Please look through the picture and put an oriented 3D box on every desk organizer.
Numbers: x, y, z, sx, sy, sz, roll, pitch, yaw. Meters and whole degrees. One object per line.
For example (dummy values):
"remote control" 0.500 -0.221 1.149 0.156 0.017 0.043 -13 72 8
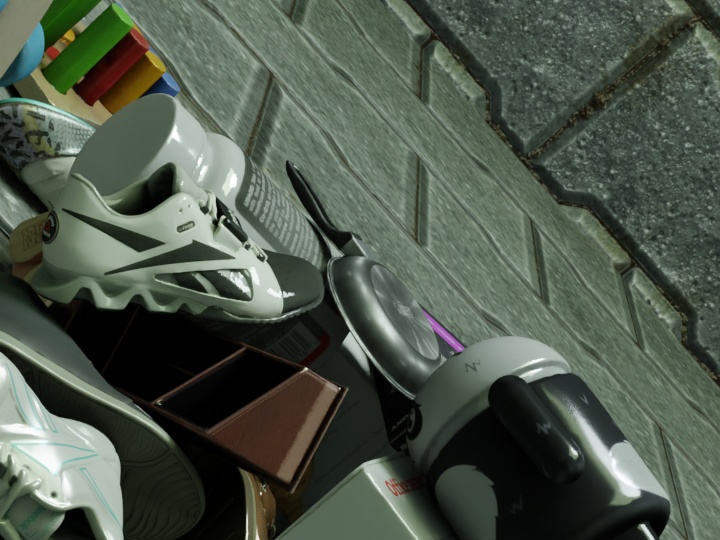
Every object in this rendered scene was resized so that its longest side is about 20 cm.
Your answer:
"desk organizer" -0.106 0.065 1.346 0.077 0.072 0.199 35 -10 -37

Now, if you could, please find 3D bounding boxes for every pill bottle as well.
"pill bottle" -0.099 -0.020 1.464 0.200 0.114 0.114 47 13 -32

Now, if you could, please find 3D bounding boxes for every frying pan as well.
"frying pan" 0.010 0.009 1.466 0.115 0.031 0.191 40 24 -42

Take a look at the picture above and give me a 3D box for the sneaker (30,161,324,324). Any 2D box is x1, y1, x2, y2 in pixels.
"sneaker" -0.100 -0.019 1.333 0.199 0.089 0.074 5 14 -37

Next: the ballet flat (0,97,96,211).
"ballet flat" -0.199 -0.064 1.592 0.200 0.072 0.072 30 24 -54

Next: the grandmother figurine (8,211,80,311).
"grandmother figurine" -0.163 0.026 1.494 0.200 0.060 0.122 39 38 -50

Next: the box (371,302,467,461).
"box" 0.064 0.100 1.531 0.143 0.036 0.200 43 15 -25

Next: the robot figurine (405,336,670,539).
"robot figurine" 0.111 0.136 1.352 0.124 0.151 0.201 -6 52 -46

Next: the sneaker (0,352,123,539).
"sneaker" -0.191 0.101 1.168 0.200 0.070 0.081 38 21 -43

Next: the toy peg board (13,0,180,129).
"toy peg board" -0.228 -0.206 1.785 0.201 0.098 0.199 54 14 22

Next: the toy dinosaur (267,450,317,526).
"toy dinosaur" -0.051 0.138 1.457 0.201 0.060 0.107 78 13 -57

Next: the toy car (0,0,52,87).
"toy car" -0.309 -0.216 1.459 0.200 0.177 0.184 38 25 3

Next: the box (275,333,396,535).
"box" 0.007 0.152 1.550 0.200 0.124 0.098 49 13 -7

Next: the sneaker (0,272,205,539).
"sneaker" -0.170 0.074 1.292 0.200 0.075 0.106 42 15 -26

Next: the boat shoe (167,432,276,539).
"boat shoe" -0.082 0.153 1.374 0.068 0.072 0.200 40 17 -31

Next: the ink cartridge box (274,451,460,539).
"ink cartridge box" 0.046 0.219 1.346 0.200 0.084 0.146 52 8 10
